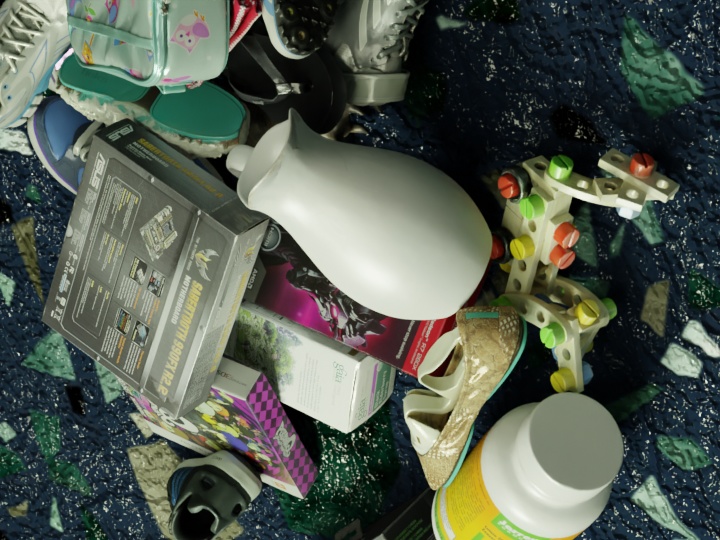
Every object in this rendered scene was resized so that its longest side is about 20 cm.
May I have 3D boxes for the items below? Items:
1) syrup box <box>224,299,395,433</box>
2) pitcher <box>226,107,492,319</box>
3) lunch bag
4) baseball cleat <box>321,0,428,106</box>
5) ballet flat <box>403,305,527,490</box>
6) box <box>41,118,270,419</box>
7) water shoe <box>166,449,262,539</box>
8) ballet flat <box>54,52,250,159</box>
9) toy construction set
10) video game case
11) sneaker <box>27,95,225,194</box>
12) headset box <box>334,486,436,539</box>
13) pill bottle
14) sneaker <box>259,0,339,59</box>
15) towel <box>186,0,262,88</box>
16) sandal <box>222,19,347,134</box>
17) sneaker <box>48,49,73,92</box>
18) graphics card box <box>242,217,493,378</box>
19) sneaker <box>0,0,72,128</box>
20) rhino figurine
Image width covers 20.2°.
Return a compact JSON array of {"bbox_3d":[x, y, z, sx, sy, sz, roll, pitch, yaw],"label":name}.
[{"bbox_3d":[-0.067,0.057,1.783,0.199,0.081,0.079,23,127,22],"label":"syrup box"},{"bbox_3d":[-0.007,-0.046,1.597,0.199,0.122,0.171,29,176,-18],"label":"pitcher"},{"bbox_3d":[-0.172,-0.226,1.598,0.200,0.076,0.162,23,113,59],"label":"lunch bag"},{"bbox_3d":[0.031,-0.195,1.586,0.199,0.069,0.107,-34,76,39],"label":"baseball cleat"},{"bbox_3d":[0.071,0.099,1.629,0.065,0.071,0.201,12,129,-13],"label":"ballet flat"},{"bbox_3d":[-0.173,-0.001,1.678,0.158,0.048,0.201,33,125,18],"label":"box"},{"bbox_3d":[-0.157,0.221,1.893,0.071,0.079,0.200,42,154,-1],"label":"water shoe"},{"bbox_3d":[-0.168,-0.134,1.701,0.199,0.072,0.072,23,124,27],"label":"ballet flat"},{"bbox_3d":[0.164,-0.016,1.584,0.131,0.092,0.201,45,126,34],"label":"toy construction set"},{"bbox_3d":[-0.142,0.120,1.828,0.180,0.036,0.201,21,156,25],"label":"video game case"},{"bbox_3d":[-0.194,-0.097,1.768,0.200,0.081,0.146,46,150,-6],"label":"sneaker"},{"bbox_3d":[0.041,0.319,1.835,0.201,0.093,0.174,52,130,1],"label":"headset box"},{"bbox_3d":[0.139,0.175,1.648,0.111,0.111,0.200,45,150,6],"label":"pill bottle"},{"bbox_3d":[-0.066,-0.247,1.592,0.072,0.071,0.202,-33,54,37],"label":"sneaker"},{"bbox_3d":[-0.128,-0.266,1.618,0.145,0.022,0.202,-39,57,58],"label":"towel"},{"bbox_3d":[-0.085,-0.164,1.625,0.200,0.043,0.077,34,126,37],"label":"sandal"},{"bbox_3d":[-0.215,-0.226,1.748,0.114,0.073,0.202,26,125,17],"label":"sneaker"},{"bbox_3d":[0.000,0.000,1.696,0.199,0.051,0.127,24,92,23],"label":"graphics card box"},{"bbox_3d":[-0.290,-0.186,1.713,0.075,0.087,0.201,34,122,5],"label":"sneaker"},{"bbox_3d":[-0.065,-0.137,1.700,0.198,0.060,0.088,3,110,31],"label":"rhino figurine"}]
